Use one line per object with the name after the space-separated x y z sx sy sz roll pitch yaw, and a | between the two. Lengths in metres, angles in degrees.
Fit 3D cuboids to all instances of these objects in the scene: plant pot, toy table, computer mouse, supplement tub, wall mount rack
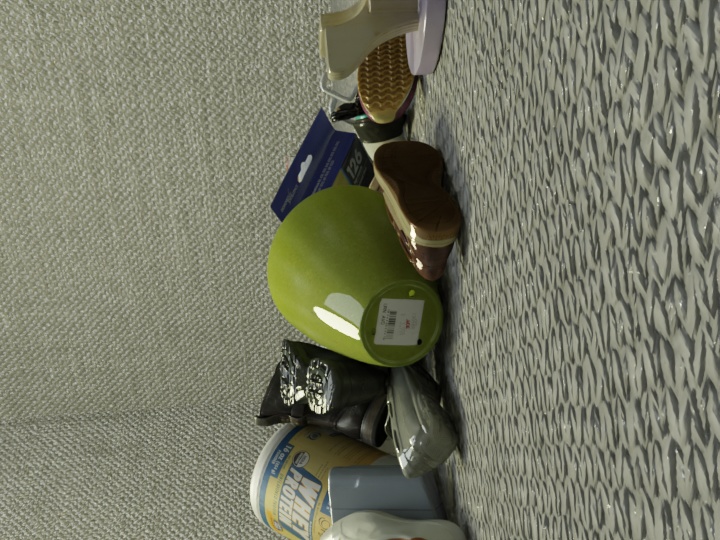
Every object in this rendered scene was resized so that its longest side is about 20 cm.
0.010 0.024 1.068 0.200 0.184 0.190 -135 40 -63 | plant pot
0.018 -0.270 0.963 0.201 0.115 0.186 94 172 -56 | toy table
0.006 -0.221 1.225 0.200 0.058 0.035 -49 -49 -63 | computer mouse
-0.021 0.280 1.199 0.144 0.198 0.147 -30 -51 -47 | supplement tub
0.007 -0.304 1.369 0.176 0.074 0.200 -63 -7 -5 | wall mount rack

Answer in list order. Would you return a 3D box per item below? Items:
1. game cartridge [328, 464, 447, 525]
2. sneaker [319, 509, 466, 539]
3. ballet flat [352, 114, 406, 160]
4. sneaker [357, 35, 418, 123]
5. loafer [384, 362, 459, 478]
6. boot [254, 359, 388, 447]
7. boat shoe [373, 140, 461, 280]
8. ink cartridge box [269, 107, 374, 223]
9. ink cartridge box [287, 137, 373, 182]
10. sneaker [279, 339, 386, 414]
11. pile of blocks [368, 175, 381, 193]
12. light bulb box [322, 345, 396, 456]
0.037 0.316 1.073 0.041 0.131 0.204 -12 -84 -63 | game cartridge
0.010 0.289 0.997 0.198 0.084 0.074 -20 84 43 | sneaker
0.032 -0.183 1.278 0.200 0.067 0.070 -69 -33 -74 | ballet flat
0.034 -0.236 1.164 0.091 0.073 0.203 78 -169 -54 | sneaker
0.052 0.150 1.050 0.070 0.070 0.200 -47 16 11 | loafer
-0.027 0.135 1.241 0.201 0.171 0.070 -55 -32 -46 | boot
0.054 -0.062 0.963 0.201 0.071 0.073 -110 17 -55 | boat shoe
-0.034 -0.095 1.407 0.201 0.046 0.200 60 -137 -42 | ink cartridge box
-0.047 -0.138 1.492 0.050 0.198 0.111 23 117 44 | ink cartridge box
-0.037 0.125 1.141 0.199 0.089 0.077 -162 74 -64 | sneaker
0.018 -0.054 1.222 0.202 0.062 0.082 -60 -2 3 | pile of blocks
0.011 0.159 1.391 0.198 0.122 0.204 171 94 -87 | light bulb box
